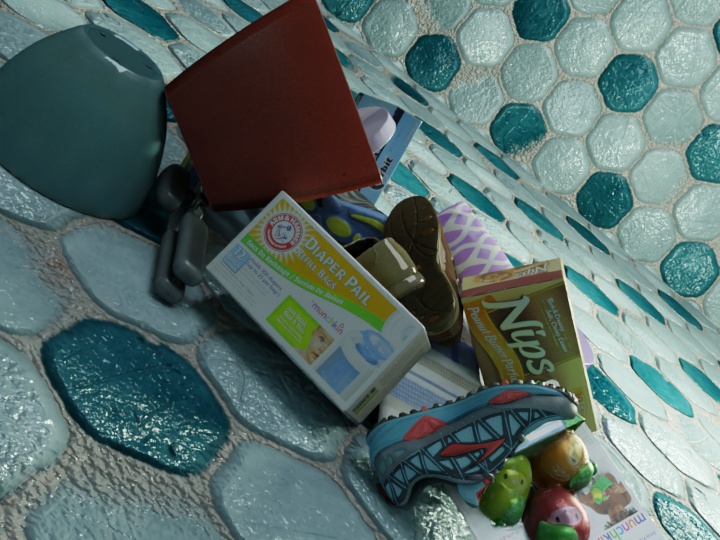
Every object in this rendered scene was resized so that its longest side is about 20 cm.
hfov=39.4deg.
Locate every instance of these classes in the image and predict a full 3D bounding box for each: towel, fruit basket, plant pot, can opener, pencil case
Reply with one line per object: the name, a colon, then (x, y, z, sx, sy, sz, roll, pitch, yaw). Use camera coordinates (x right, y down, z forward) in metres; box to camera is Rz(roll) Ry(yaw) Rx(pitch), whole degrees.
towel: (0.077, 0.134, 1.083, 0.146, 0.024, 0.201, 30, 36, -22)
fruit basket: (0.179, 0.212, 0.973, 0.184, 0.094, 0.201, -18, 57, -27)
plant pot: (-0.101, -0.160, 1.079, 0.200, 0.175, 0.202, -131, -161, -80)
can opener: (-0.188, -0.038, 1.019, 0.066, 0.053, 0.201, 40, 18, -28)
pencil case: (0.146, 0.014, 1.224, 0.201, 0.083, 0.086, 60, -13, 13)
plant pot: (-0.276, -0.169, 1.032, 0.199, 0.135, 0.200, 34, 18, -13)

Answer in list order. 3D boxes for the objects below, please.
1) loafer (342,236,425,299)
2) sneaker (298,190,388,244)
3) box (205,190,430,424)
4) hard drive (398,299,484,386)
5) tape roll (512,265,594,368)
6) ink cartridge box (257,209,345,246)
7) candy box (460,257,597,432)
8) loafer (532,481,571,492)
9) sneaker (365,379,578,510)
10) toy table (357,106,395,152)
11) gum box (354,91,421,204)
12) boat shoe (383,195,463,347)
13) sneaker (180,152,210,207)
loafer: (0.000, 0.000, 1.112, 0.076, 0.199, 0.068, -22, 97, -33)
sneaker: (-0.041, -0.079, 1.232, 0.199, 0.071, 0.083, 32, 4, -9)
box: (-0.039, 0.037, 0.987, 0.200, 0.113, 0.101, 43, -6, 16)
hard drive: (0.091, 0.080, 1.205, 0.139, 0.038, 0.201, 30, 37, -25)
tape roll: (0.222, 0.074, 1.365, 0.199, 0.066, 0.201, 36, 21, -16)
ink cartridge box: (-0.072, -0.050, 1.313, 0.199, 0.058, 0.162, 29, 10, 36)
candy box: (0.191, 0.095, 1.135, 0.055, 0.114, 0.202, -74, 150, -65)
loafer: (0.220, 0.217, 1.116, 0.200, 0.071, 0.073, 46, 10, -37)
sneaker: (0.107, 0.164, 0.910, 0.079, 0.198, 0.096, 37, 36, -61)
toy table: (-0.060, -0.198, 1.283, 0.117, 0.199, 0.185, 53, 44, -25)
gum box: (-0.002, -0.154, 1.390, 0.044, 0.171, 0.200, 28, 6, -21)
boat shoe: (0.075, 0.002, 1.156, 0.068, 0.071, 0.201, 53, 20, -48)
sneaker: (-0.164, -0.126, 1.245, 0.082, 0.074, 0.200, 33, 27, -1)
